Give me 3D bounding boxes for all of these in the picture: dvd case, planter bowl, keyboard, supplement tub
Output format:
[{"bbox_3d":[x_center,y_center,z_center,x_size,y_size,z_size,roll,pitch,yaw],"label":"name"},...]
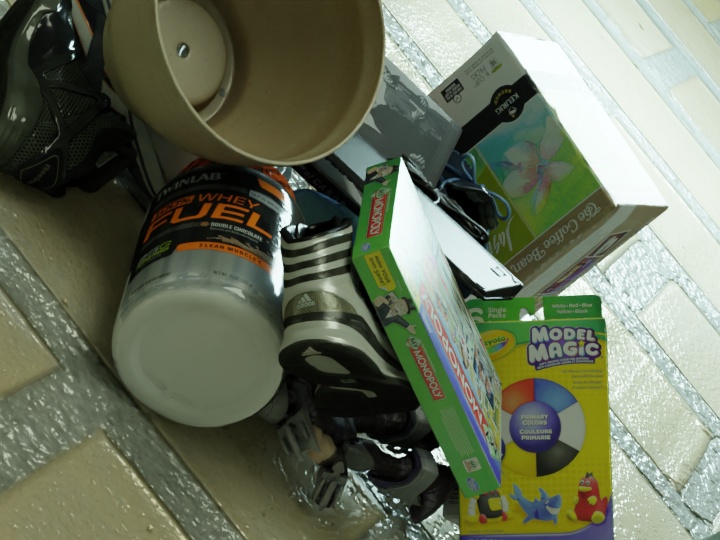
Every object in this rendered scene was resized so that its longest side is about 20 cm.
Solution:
[{"bbox_3d":[-0.016,-0.127,1.565,0.200,0.025,0.150,42,47,-16],"label":"dvd case"},{"bbox_3d":[-0.100,-0.164,1.400,0.200,0.135,0.201,6,80,-39],"label":"planter bowl"},{"bbox_3d":[0.043,-0.046,1.490,0.200,0.021,0.127,44,22,18],"label":"keyboard"},{"bbox_3d":[-0.101,0.006,1.380,0.122,0.122,0.200,39,27,-20],"label":"supplement tub"}]

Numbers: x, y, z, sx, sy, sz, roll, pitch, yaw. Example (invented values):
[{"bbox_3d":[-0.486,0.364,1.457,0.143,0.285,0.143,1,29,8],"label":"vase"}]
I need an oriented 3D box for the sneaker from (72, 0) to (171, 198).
[{"bbox_3d":[-0.187,-0.144,1.514,0.078,0.079,0.200,-5,80,-69],"label":"sneaker"}]

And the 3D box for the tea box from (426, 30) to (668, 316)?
[{"bbox_3d":[0.131,-0.075,1.777,0.197,0.200,0.134,57,25,16],"label":"tea box"}]

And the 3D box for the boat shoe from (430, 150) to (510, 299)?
[{"bbox_3d":[0.088,-0.040,1.613,0.084,0.069,0.200,37,29,-26],"label":"boat shoe"}]

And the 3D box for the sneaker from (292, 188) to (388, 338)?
[{"bbox_3d":[0.000,0.000,1.452,0.200,0.078,0.090,51,-15,35],"label":"sneaker"}]

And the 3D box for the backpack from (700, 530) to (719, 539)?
[{"bbox_3d":[0.325,0.304,1.599,0.200,0.176,0.153,39,31,-29],"label":"backpack"}]

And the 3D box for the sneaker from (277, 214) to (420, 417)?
[{"bbox_3d":[-0.005,0.028,1.330,0.201,0.075,0.116,53,32,-66],"label":"sneaker"}]

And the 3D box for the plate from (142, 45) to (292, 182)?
[{"bbox_3d":[-0.111,-0.121,1.545,0.200,0.032,0.200,-60,133,-59],"label":"plate"}]

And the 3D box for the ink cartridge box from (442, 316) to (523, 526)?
[{"bbox_3d":[0.131,0.141,1.588,0.200,0.057,0.163,42,53,-63],"label":"ink cartridge box"}]

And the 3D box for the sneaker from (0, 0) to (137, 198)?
[{"bbox_3d":[-0.220,-0.127,1.432,0.114,0.076,0.200,36,31,-31],"label":"sneaker"}]

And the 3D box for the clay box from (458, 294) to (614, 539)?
[{"bbox_3d":[0.129,0.112,1.468,0.048,0.115,0.200,64,24,-73],"label":"clay box"}]

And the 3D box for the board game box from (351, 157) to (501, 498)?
[{"bbox_3d":[0.049,0.038,1.355,0.135,0.029,0.200,-83,151,-61],"label":"board game box"}]

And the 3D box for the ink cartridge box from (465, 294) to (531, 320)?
[{"bbox_3d":[0.039,0.019,1.635,0.176,0.084,0.200,55,26,10],"label":"ink cartridge box"}]

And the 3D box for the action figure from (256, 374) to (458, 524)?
[{"bbox_3d":[-0.014,0.120,1.435,0.200,0.069,0.130,23,43,-37],"label":"action figure"}]
